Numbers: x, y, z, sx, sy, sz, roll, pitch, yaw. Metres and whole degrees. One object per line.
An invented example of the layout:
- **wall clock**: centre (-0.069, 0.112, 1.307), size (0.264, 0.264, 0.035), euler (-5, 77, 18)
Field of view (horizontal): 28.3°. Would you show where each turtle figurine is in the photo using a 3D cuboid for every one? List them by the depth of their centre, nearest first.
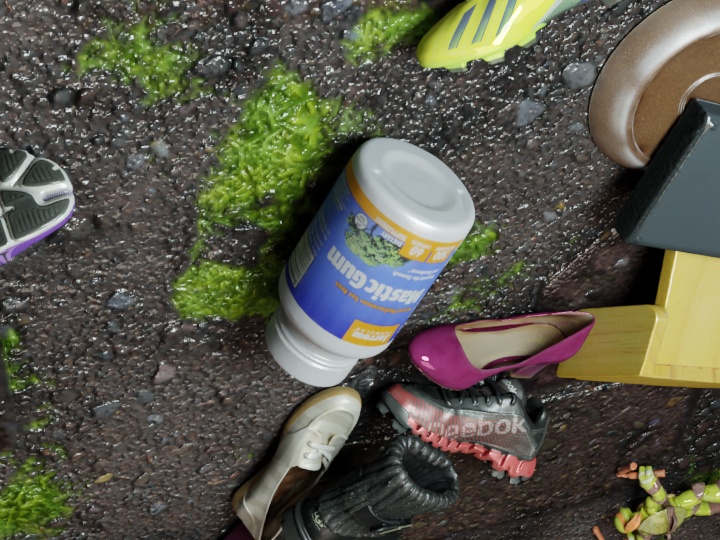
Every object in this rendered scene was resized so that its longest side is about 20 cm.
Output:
- **turtle figurine**: centre (0.365, 0.278, 1.693), size (0.159, 0.065, 0.202), euler (-15, 139, -11)

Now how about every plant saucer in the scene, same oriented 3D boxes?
- **plant saucer**: centre (0.291, -0.153, 1.216), size (0.197, 0.032, 0.202), euler (-13, 138, -12)

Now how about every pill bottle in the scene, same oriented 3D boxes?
- **pill bottle**: centre (0.000, 0.000, 1.176), size (0.111, 0.113, 0.201), euler (9, 129, -33)

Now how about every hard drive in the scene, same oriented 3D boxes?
- **hard drive**: centre (0.337, -0.072, 1.271), size (0.198, 0.033, 0.140), euler (7, 127, -32)

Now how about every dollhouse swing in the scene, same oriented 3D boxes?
- **dollhouse swing**: centre (0.320, 0.024, 1.420), size (0.198, 0.179, 0.181), euler (5, 174, -31)

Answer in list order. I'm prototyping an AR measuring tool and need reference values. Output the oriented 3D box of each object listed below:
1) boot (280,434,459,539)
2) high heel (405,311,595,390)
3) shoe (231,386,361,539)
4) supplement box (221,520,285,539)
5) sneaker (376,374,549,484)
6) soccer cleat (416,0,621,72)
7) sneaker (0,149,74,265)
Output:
- **boot**: centre (0.033, 0.222, 1.406), size (0.157, 0.080, 0.210), euler (-35, 166, 22)
- **high heel**: centre (0.132, 0.061, 1.340), size (0.198, 0.068, 0.096), euler (0, 147, -47)
- **shoe**: centre (-0.057, 0.193, 1.402), size (0.069, 0.054, 0.201), euler (13, 127, -36)
- **supplement box**: centre (-0.072, 0.350, 1.528), size (0.199, 0.104, 0.131), euler (24, 123, -41)
- **sneaker**: centre (0.108, 0.139, 1.416), size (0.199, 0.071, 0.099), euler (22, 106, -29)
- **soccer cleat**: centre (0.124, -0.215, 1.059), size (0.198, 0.065, 0.084), euler (-26, 111, 9)
- **sneaker**: centre (-0.294, -0.021, 1.057), size (0.198, 0.082, 0.083), euler (-25, 157, 12)
